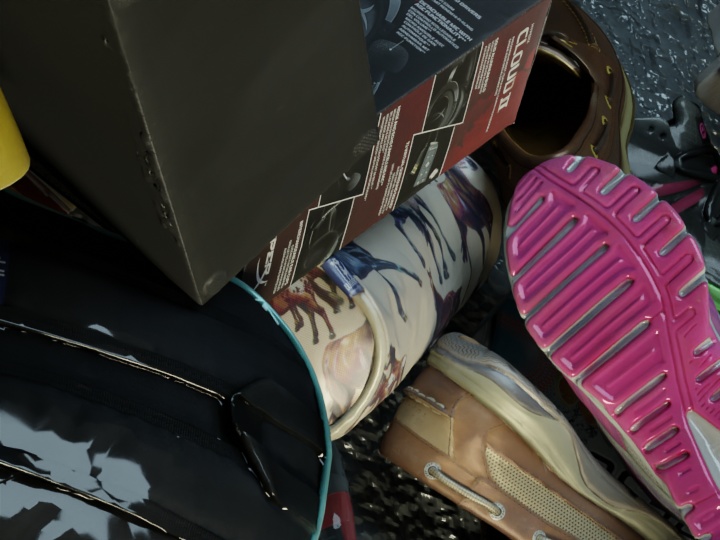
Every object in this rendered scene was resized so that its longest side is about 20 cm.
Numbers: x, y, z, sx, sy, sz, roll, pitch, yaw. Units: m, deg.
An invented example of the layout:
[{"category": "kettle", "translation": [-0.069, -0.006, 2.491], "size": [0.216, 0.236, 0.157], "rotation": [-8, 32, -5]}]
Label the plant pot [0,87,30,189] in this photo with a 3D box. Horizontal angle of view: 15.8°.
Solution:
[{"category": "plant pot", "translation": [-0.252, -0.099, 0.827], "size": [0.199, 0.177, 0.200], "rotation": [-29, 39, -26]}]

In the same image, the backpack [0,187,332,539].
[{"category": "backpack", "translation": [-0.116, 0.069, 0.907], "size": [0.199, 0.154, 0.176], "rotation": [14, 45, -14]}]

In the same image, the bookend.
[{"category": "bookend", "translation": [-0.101, -0.120, 0.858], "size": [0.200, 0.199, 0.092], "rotation": [40, 73, 23]}]

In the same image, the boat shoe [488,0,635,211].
[{"category": "boat shoe", "translation": [0.088, -0.082, 1.205], "size": [0.201, 0.072, 0.068], "rotation": [-94, 166, -52]}]

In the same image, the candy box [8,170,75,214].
[{"category": "candy box", "translation": [-0.127, -0.135, 1.086], "size": [0.115, 0.055, 0.201], "rotation": [44, 60, -32]}]

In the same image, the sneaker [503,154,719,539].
[{"category": "sneaker", "translation": [0.124, 0.044, 1.108], "size": [0.201, 0.081, 0.088], "rotation": [59, -4, 5]}]

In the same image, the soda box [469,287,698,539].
[{"category": "soda box", "translation": [0.146, 0.072, 1.202], "size": [0.200, 0.064, 0.068], "rotation": [43, 38, 3]}]

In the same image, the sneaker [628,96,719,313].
[{"category": "sneaker", "translation": [0.156, -0.038, 1.287], "size": [0.200, 0.084, 0.077], "rotation": [39, -1, -5]}]

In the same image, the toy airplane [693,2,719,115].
[{"category": "toy airplane", "translation": [0.261, -0.070, 1.315], "size": [0.201, 0.141, 0.199], "rotation": [69, 18, 10]}]

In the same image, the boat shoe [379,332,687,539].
[{"category": "boat shoe", "translation": [0.083, 0.113, 1.111], "size": [0.200, 0.072, 0.076], "rotation": [45, -8, -18]}]

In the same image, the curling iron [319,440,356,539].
[{"category": "curling iron", "translation": [-0.004, 0.098, 1.074], "size": [0.049, 0.026, 0.200], "rotation": [-14, 49, -12]}]

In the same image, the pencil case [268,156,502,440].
[{"category": "pencil case", "translation": [0.000, 0.000, 1.105], "size": [0.090, 0.077, 0.200], "rotation": [71, 22, -11]}]

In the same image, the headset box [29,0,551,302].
[{"category": "headset box", "translation": [-0.033, -0.090, 1.027], "size": [0.149, 0.077, 0.200], "rotation": [37, 48, 20]}]
